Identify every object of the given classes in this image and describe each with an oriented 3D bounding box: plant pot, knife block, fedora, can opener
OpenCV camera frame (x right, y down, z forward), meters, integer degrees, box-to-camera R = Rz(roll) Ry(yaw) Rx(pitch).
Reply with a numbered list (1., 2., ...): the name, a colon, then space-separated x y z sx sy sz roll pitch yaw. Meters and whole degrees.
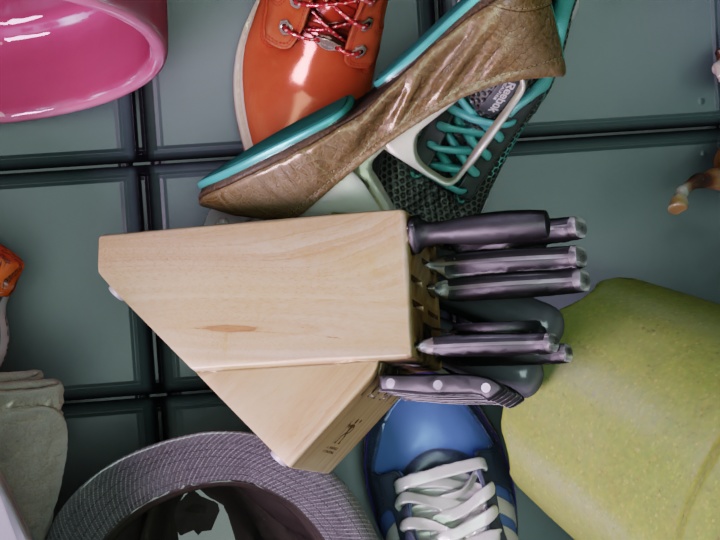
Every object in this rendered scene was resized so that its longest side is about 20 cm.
1. plant pot: 0.175 0.096 0.802 0.200 0.184 0.201 -18 121 -33
2. knife block: 0.000 0.000 0.764 0.200 0.064 0.176 43 93 18
3. fedora: -0.074 0.168 0.844 0.176 0.090 0.201 -23 102 -3
4. can opener: 0.008 0.009 0.825 0.199 0.066 0.053 21 80 20
5. plant pot: -0.196 -0.182 0.768 0.199 0.200 0.180 -5 79 -6

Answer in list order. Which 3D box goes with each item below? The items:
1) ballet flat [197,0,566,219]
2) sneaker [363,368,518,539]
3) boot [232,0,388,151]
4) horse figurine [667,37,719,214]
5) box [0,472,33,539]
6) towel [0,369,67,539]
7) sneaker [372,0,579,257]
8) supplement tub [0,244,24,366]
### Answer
1. ballet flat: 0.015 -0.065 0.787 0.199 0.068 0.072 -34 99 11
2. sneaker: 0.056 0.153 0.828 0.080 0.146 0.201 -11 95 -5
3. boot: -0.019 -0.134 0.823 0.075 0.107 0.201 9 95 -9
4. horse figurine: 0.241 -0.024 0.867 0.200 0.133 0.050 43 132 -7
5. box: -0.211 0.168 0.720 0.155 0.041 0.201 -26 120 -13
6. towel: -0.213 0.142 0.769 0.132 0.034 0.201 1 110 -40
7. sneaker: 0.056 -0.086 0.841 0.077 0.091 0.201 24 91 -6
8. supplement tub: -0.255 0.062 0.801 0.122 0.123 0.201 29 90 -7
